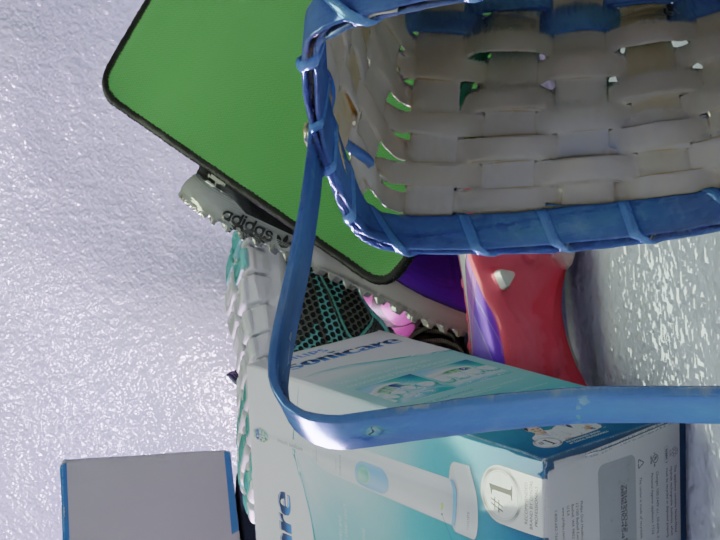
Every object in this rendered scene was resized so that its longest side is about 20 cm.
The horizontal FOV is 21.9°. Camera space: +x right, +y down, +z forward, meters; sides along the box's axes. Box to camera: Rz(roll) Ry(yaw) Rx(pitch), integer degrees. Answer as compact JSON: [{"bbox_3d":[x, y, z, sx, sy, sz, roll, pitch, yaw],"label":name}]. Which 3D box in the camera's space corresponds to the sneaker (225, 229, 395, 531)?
[{"bbox_3d":[-0.019,0.054,0.965,0.078,0.090,0.201,113,156,-60],"label":"sneaker"}]

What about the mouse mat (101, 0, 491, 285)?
[{"bbox_3d":[-0.020,-0.107,0.899,0.162,0.199,0.008,-58,-24,5],"label":"mouse mat"}]

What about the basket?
[{"bbox_3d":[0.066,-0.043,0.555,0.140,0.175,0.201,72,-160,-52],"label":"basket"}]

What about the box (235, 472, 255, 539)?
[{"bbox_3d":[-0.009,0.248,1.331,0.107,0.147,0.201,99,164,-61],"label":"box"}]

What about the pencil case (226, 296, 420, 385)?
[{"bbox_3d":[0.000,0.000,1.086,0.094,0.091,0.200,48,130,9],"label":"pencil case"}]

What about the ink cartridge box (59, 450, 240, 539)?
[{"bbox_3d":[-0.151,0.240,1.365,0.201,0.124,0.129,96,168,-53],"label":"ink cartridge box"}]

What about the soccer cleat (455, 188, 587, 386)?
[{"bbox_3d":[0.070,0.022,0.885,0.076,0.066,0.202,-33,65,57],"label":"soccer cleat"}]

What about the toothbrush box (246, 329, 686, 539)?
[{"bbox_3d":[0.041,0.119,0.805,0.199,0.085,0.148,11,108,50],"label":"toothbrush box"}]

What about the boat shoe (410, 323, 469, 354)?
[{"bbox_3d":[0.043,0.058,1.175,0.073,0.074,0.202,-178,75,-72],"label":"boat shoe"}]

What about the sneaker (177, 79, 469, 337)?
[{"bbox_3d":[0.017,-0.037,0.934,0.070,0.199,0.100,-100,35,-83],"label":"sneaker"}]
